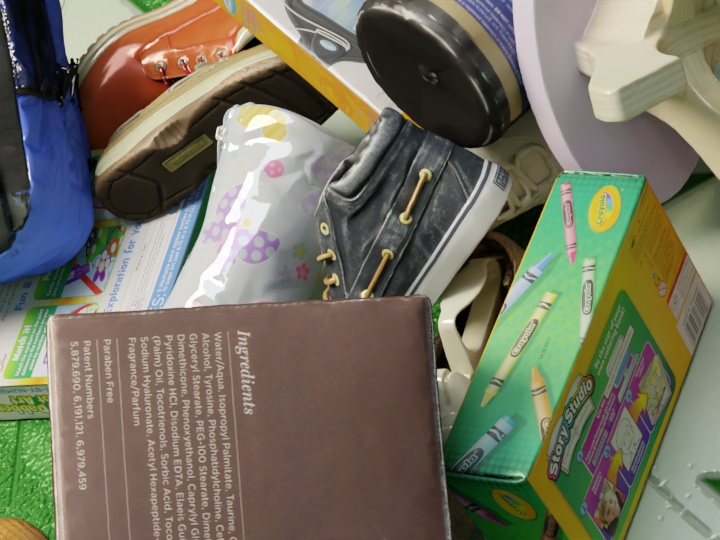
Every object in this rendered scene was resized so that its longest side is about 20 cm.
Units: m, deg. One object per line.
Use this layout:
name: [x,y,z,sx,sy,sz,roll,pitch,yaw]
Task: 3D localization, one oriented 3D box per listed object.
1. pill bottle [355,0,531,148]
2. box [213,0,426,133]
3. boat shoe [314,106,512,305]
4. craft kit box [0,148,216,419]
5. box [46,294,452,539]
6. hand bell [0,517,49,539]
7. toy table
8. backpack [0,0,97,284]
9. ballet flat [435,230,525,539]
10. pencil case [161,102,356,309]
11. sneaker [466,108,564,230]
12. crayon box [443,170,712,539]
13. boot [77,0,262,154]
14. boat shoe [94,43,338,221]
pill bottle: [0.101,-0.173,1.395,0.200,0.112,0.112,-44,44,-21]
box: [0.001,-0.167,1.474,0.119,0.042,0.200,-41,69,-19]
boat shoe: [0.000,0.000,1.400,0.201,0.091,0.071,-56,6,20]
craft kit box: [-0.191,0.007,1.594,0.197,0.049,0.201,-2,53,27]
box: [-0.062,0.116,1.255,0.199,0.166,0.165,-3,74,-6]
hand bell: [-0.179,0.182,1.425,0.200,0.104,0.104,15,63,52]
toy table: [0.173,-0.126,1.315,0.184,0.200,0.117,-39,27,-23]
backpack: [-0.252,-0.087,1.568,0.162,0.168,0.201,-16,79,24]
ballet flat: [0.057,0.062,1.379,0.068,0.067,0.201,-4,52,28]
pencil case: [-0.070,-0.002,1.463,0.083,0.091,0.201,4,72,59]
sneaker: [0.080,-0.051,1.443,0.199,0.075,0.087,-23,21,24]
crayon box: [0.121,0.060,1.305,0.058,0.119,0.200,5,57,34]
boot: [-0.119,-0.138,1.640,0.200,0.075,0.107,-38,37,-4]
boat shoe: [-0.092,-0.111,1.544,0.200,0.072,0.076,-26,41,18]
